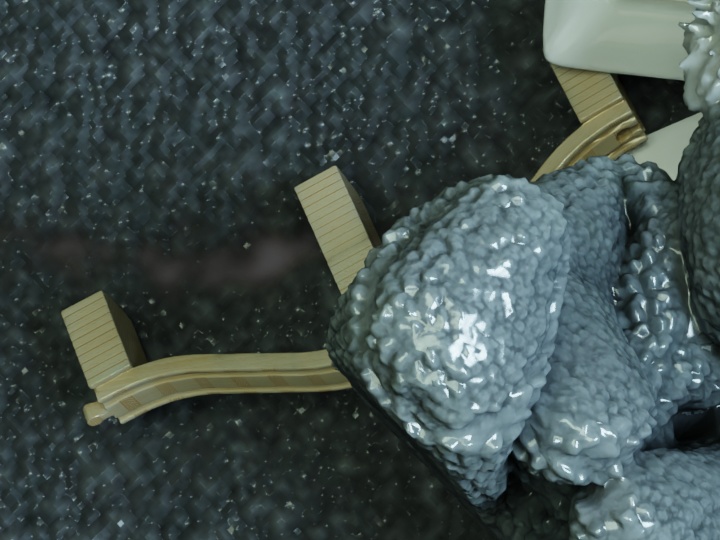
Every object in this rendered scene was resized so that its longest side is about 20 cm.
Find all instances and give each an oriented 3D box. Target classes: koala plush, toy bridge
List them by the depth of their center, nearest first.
[{"bbox_3d":[0.109,0.004,0.826,0.177,0.184,0.200,45,87,-5],"label":"koala plush"},{"bbox_3d":[0.000,0.000,0.926,0.200,0.027,0.067,-29,59,6],"label":"toy bridge"}]

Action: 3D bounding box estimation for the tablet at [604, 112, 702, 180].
[{"bbox_3d":[0.154,-0.002,0.906,0.200,0.014,0.130,-23,76,9],"label":"tablet"}]

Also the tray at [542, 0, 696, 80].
[{"bbox_3d":[0.120,-0.156,0.918,0.107,0.022,0.200,7,78,1],"label":"tray"}]
